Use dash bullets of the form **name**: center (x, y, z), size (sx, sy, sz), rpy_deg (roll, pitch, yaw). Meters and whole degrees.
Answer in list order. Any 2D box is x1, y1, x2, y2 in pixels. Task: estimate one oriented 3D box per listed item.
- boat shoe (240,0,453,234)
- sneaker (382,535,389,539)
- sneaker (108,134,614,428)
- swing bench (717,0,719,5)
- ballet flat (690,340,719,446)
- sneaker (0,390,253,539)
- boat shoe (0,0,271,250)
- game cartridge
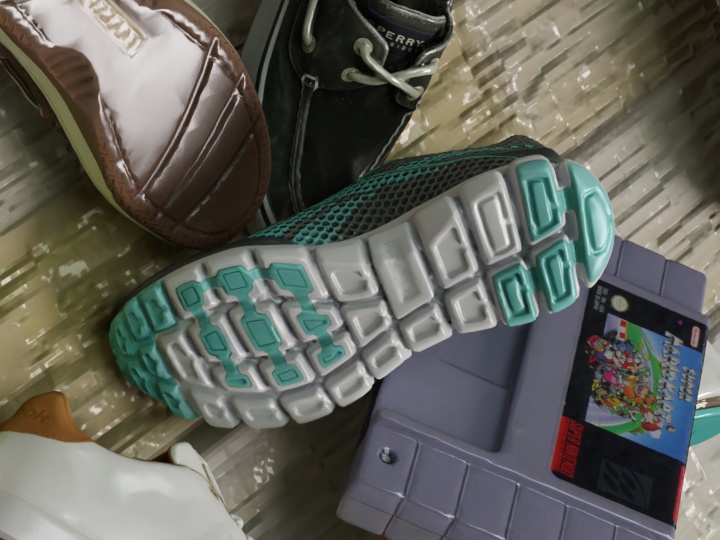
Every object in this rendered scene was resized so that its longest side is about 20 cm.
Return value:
- **boat shoe**: center (0.000, -0.097, 1.085), size (0.070, 0.064, 0.201), rpy_deg (6, 101, -34)
- **sneaker**: center (0.011, 0.186, 1.082), size (0.090, 0.078, 0.201), rpy_deg (23, 73, -2)
- **sneaker**: center (0.000, 0.000, 1.064), size (0.199, 0.091, 0.078), rpy_deg (-16, 110, 4)
- **swing bench**: center (0.241, -0.130, 1.289), size (0.199, 0.130, 0.200), rpy_deg (-15, 92, -35)
- **ballet flat**: center (0.075, 0.055, 1.160), size (0.199, 0.069, 0.070), rpy_deg (-10, 88, -36)
- **sneaker**: center (-0.054, 0.113, 1.012), size (0.200, 0.073, 0.085), rpy_deg (37, 55, -19)
- **boat shoe**: center (-0.102, -0.089, 1.030), size (0.075, 0.075, 0.203), rpy_deg (-44, 135, -12)
- **game cartridge**: center (0.073, 0.047, 1.098), size (0.129, 0.038, 0.200), rpy_deg (20, 41, -2)
